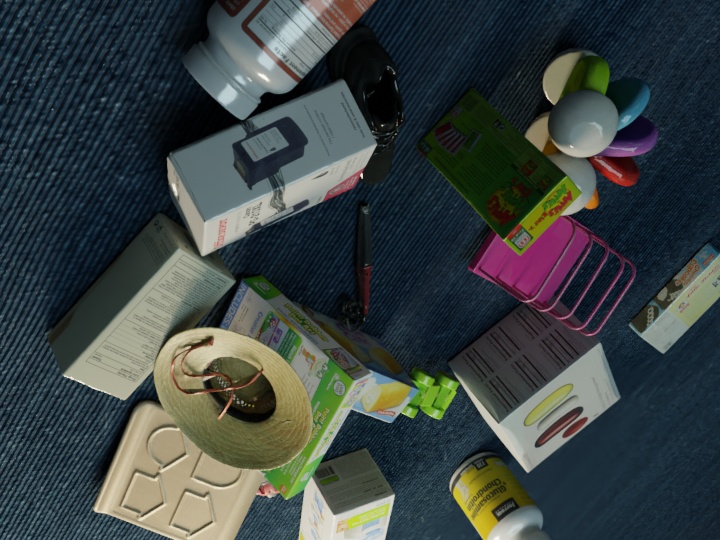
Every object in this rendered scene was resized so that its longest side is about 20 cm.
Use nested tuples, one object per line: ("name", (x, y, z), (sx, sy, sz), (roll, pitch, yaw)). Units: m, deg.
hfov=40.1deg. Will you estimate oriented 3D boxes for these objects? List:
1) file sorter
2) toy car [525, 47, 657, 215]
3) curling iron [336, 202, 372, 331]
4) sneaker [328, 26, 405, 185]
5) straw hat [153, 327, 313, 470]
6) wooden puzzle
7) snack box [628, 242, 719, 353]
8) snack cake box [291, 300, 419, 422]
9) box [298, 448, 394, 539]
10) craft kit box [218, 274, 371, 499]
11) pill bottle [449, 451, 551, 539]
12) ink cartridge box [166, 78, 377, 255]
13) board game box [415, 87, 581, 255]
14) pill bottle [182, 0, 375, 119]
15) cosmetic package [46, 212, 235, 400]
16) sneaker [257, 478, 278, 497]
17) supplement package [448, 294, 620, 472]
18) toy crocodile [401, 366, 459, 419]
("file sorter", (0.284, -0.005, 1.417), (0.199, 0.125, 0.140), (24, 102, -45))
("toy car", (0.291, -0.166, 1.229), (0.148, 0.176, 0.202), (11, 126, -1))
("curling iron", (0.000, 0.000, 1.299), (0.049, 0.025, 0.202), (-36, 144, -45))
("sneaker", (0.012, -0.168, 1.112), (0.075, 0.091, 0.201), (-27, 139, -16))
("straw hat", (-0.136, 0.129, 1.166), (0.199, 0.085, 0.203), (7, 118, 14))
("wooden puzzle", (-0.236, 0.275, 1.330), (0.198, 0.046, 0.187), (22, 110, -13))
("snack box", (0.581, 0.052, 1.768), (0.200, 0.037, 0.116), (-48, 139, 11))
("snack cake box", (-0.024, 0.125, 1.336), (0.067, 0.115, 0.199), (-49, 139, 12))
("box", (-0.026, 0.403, 1.597), (0.111, 0.102, 0.202), (-13, 134, -26))
("craft kit box", (-0.108, 0.144, 1.230), (0.048, 0.197, 0.201), (-12, 137, -55))
("pill bottle", (0.252, 0.428, 1.747), (0.111, 0.200, 0.113), (-20, 137, -20))
("ink cartridge box", (-0.097, -0.106, 1.047), (0.198, 0.085, 0.145), (-26, 172, -15))
("board game box", (0.161, -0.121, 1.177), (0.102, 0.200, 0.048), (-46, 139, 10))
("pill bottle", (-0.076, -0.248, 0.959), (0.200, 0.112, 0.112), (-45, 139, 8))
("cosmetic package", (-0.250, 0.043, 1.128), (0.200, 0.071, 0.105), (-45, 140, 7))
("sneaker", (-0.192, 0.289, 1.401), (0.198, 0.071, 0.099), (-19, 119, -6))
("supplement package", (0.281, 0.176, 1.579), (0.199, 0.147, 0.192), (-38, 139, -2))
("toy crocodile", (0.091, 0.180, 1.487), (0.199, 0.061, 0.068), (17, 101, -55))
